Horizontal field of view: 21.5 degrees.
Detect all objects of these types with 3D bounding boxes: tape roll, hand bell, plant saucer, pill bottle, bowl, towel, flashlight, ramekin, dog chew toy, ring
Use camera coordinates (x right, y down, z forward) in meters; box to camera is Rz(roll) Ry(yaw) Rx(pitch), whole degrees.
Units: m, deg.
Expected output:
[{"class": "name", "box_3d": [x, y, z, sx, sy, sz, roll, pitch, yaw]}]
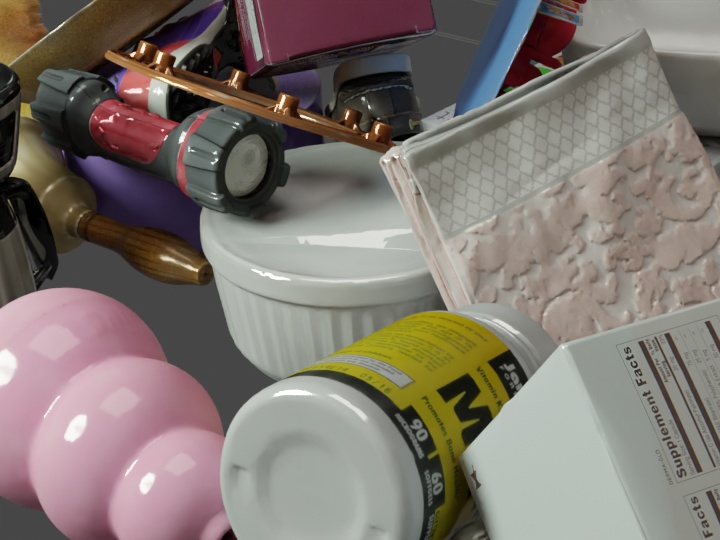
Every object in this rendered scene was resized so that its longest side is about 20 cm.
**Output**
[{"class": "tape roll", "box_3d": [-0.125, -0.094, 1.402, 0.199, 0.085, 0.200, -2, 27, 1]}, {"class": "hand bell", "box_3d": [-0.173, -0.026, 1.262, 0.199, 0.105, 0.104, 23, 37, 36]}, {"class": "plant saucer", "box_3d": [-0.176, -0.172, 1.343, 0.200, 0.036, 0.200, -35, 8, 6]}, {"class": "pill bottle", "box_3d": [0.026, 0.086, 0.992, 0.114, 0.115, 0.200, 13, 21, 28]}, {"class": "bowl", "box_3d": [0.234, -0.149, 1.283, 0.199, 0.075, 0.200, 5, 27, 10]}, {"class": "towel", "box_3d": [0.134, -0.023, 1.125, 0.199, 0.192, 0.032, -28, 3, -23]}, {"class": "flashlight", "box_3d": [-0.134, -0.088, 1.206, 0.200, 0.068, 0.068, 22, 11, 39]}, {"class": "ramekin", "box_3d": [0.000, 0.000, 1.199, 0.201, 0.095, 0.203, -2, 27, 1]}, {"class": "dog chew toy", "box_3d": [-0.131, 0.093, 1.017, 0.124, 0.125, 0.200, -25, 42, -35]}, {"class": "ring", "box_3d": [-0.063, -0.110, 1.194, 0.200, 0.019, 0.200, 19, 5, -2]}]

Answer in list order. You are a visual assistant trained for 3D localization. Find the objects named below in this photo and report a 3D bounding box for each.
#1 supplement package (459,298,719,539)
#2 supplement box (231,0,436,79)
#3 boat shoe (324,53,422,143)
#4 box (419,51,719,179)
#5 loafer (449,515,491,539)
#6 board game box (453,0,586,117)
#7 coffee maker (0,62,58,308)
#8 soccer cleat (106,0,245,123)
[{"class": "supplement package", "box_3d": [0.179, 0.102, 0.869, 0.199, 0.152, 0.151, -15, 71, -22]}, {"class": "supplement box", "box_3d": [-0.024, -0.181, 1.257, 0.110, 0.086, 0.200, -12, 4, -6]}, {"class": "boat shoe", "box_3d": [0.014, -0.101, 1.363, 0.071, 0.060, 0.200, -10, -9, -2]}, {"class": "box", "box_3d": [0.168, -0.062, 1.302, 0.199, 0.097, 0.176, 22, 34, 37]}, {"class": "loafer", "box_3d": [0.129, 0.129, 0.978, 0.199, 0.070, 0.070, -10, 20, -24]}, {"class": "board game box", "box_3d": [0.107, -0.143, 1.218, 0.039, 0.158, 0.200, 24, 30, -5]}, {"class": "coffee maker", "box_3d": [-0.291, -0.034, 1.179, 0.191, 0.201, 0.135, 3, 27, 10]}, {"class": "soccer cleat", "box_3d": [-0.125, -0.157, 1.363, 0.073, 0.069, 0.200, 6, 32, 19]}]
